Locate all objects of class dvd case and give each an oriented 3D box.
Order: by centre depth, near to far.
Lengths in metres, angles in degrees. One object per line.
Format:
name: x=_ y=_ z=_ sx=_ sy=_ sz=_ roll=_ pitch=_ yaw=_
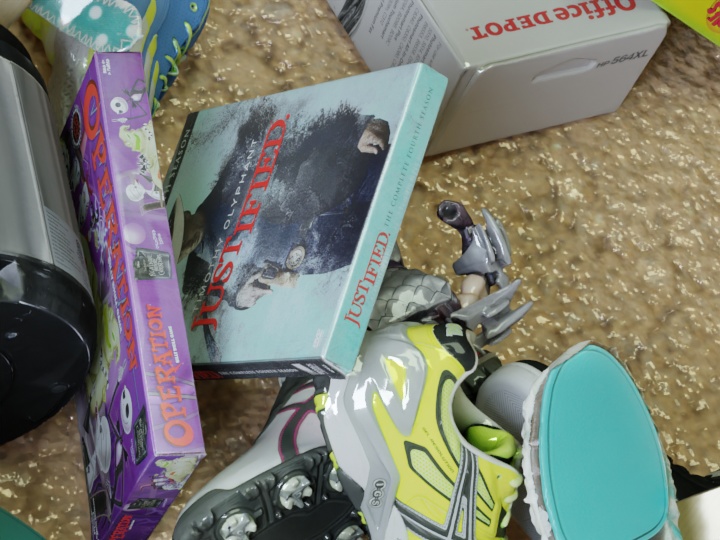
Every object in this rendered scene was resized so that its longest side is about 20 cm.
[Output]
dvd case: x=-0.045 y=-0.018 z=1.095 sx=0.022 sy=0.200 sz=0.146 roll=28 pitch=72 yaw=-29

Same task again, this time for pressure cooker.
pressure cooker: x=-0.217 y=-0.028 z=1.075 sx=0.178 sy=0.176 sz=0.201 roll=-1 pitch=59 yaw=-25

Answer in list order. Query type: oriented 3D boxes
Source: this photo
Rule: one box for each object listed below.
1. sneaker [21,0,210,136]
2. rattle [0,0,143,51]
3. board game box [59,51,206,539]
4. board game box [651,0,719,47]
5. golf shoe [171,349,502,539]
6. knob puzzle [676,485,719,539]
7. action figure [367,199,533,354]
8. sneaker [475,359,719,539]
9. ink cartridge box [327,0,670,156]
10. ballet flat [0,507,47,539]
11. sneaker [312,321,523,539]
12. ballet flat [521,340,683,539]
sneaker: x=-0.118 y=-0.121 z=1.241 sx=0.105 sy=0.076 sz=0.201 roll=-5 pitch=56 yaw=-23
rattle: x=-0.209 y=-0.153 z=1.192 sx=0.199 sy=0.131 sz=0.143 roll=-24 pitch=21 yaw=6
board game box: x=-0.112 y=0.015 z=1.081 sx=0.032 sy=0.120 sz=0.201 roll=1 pitch=63 yaw=-24
board game box: x=0.187 y=-0.188 z=1.344 sx=0.200 sy=0.048 sz=0.102 roll=24 pitch=34 yaw=-47
golf shoe: x=-0.020 y=0.088 z=1.138 sx=0.200 sy=0.077 sz=0.088 roll=-27 pitch=45 yaw=-33
knob puzzle: x=0.195 y=0.183 z=1.078 sx=0.220 sy=0.220 sz=0.030 roll=42 pitch=14 yaw=13
action figure: x=0.000 y=0.000 z=1.149 sx=0.130 sy=0.070 sz=0.200 roll=-15 pitch=34 yaw=-24
sneaker: x=0.145 y=0.109 z=1.156 sx=0.200 sy=0.073 sz=0.112 roll=54 pitch=49 yaw=-5
ink cartridge box: x=0.059 y=-0.175 z=1.336 sx=0.146 sy=0.084 sz=0.200 roll=-15 pitch=62 yaw=-29
ballet flat: x=-0.199 y=0.102 z=0.995 sx=0.200 sy=0.063 sz=0.069 roll=52 pitch=27 yaw=-34
sneaker: x=0.043 y=0.115 z=1.064 sx=0.076 sy=0.201 sz=0.075 roll=-16 pitch=25 yaw=12
ballet flat: x=0.112 y=0.134 z=1.055 sx=0.072 sy=0.072 sz=0.201 roll=-14 pitch=85 yaw=-27
